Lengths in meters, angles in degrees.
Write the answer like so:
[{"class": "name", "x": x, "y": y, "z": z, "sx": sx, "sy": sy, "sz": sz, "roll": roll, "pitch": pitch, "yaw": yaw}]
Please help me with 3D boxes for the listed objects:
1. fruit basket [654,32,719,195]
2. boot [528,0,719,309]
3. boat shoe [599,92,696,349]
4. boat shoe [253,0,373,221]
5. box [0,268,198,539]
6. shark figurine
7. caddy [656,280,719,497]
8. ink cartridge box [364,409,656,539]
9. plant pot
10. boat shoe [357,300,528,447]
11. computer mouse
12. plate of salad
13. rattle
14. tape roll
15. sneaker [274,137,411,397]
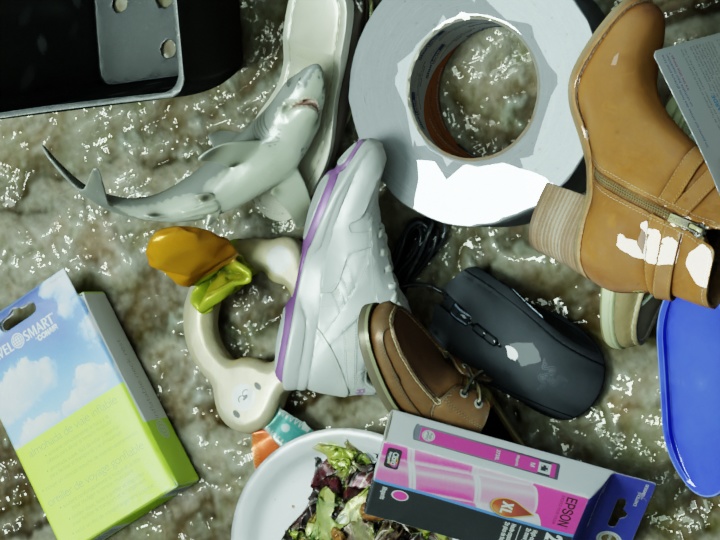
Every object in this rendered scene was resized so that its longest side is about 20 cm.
[{"class": "fruit basket", "x": 0.291, "y": -0.076, "z": 1.370, "sx": 0.094, "sy": 0.199, "sz": 0.187, "roll": -37, "pitch": 75, "yaw": 56}, {"class": "boot", "x": 0.208, "y": -0.080, "z": 1.424, "sx": 0.155, "sy": 0.076, "sz": 0.202, "roll": 20, "pitch": 87, "yaw": 40}, {"class": "boat shoe", "x": 0.227, "y": -0.035, "z": 1.499, "sx": 0.063, "sy": 0.073, "sz": 0.202, "roll": 21, "pitch": 92, "yaw": 26}, {"class": "boat shoe", "x": -0.035, "y": -0.134, "z": 1.608, "sx": 0.071, "sy": 0.059, "sz": 0.202, "roll": 24, "pitch": 116, "yaw": 22}, {"class": "box", "x": -0.230, "y": 0.113, "z": 1.708, "sx": 0.121, "sy": 0.048, "sz": 0.201, "roll": -32, "pitch": 79, "yaw": 20}, {"class": "shark figurine", "x": -0.121, "y": -0.080, "z": 1.584, "sx": 0.213, "sy": 0.129, "sz": 0.090, "roll": -21, "pitch": 42, "yaw": -6}, {"class": "caddy", "x": 0.288, "y": 0.071, "z": 1.456, "sx": 0.140, "sy": 0.105, "sz": 0.202, "roll": 4, "pitch": 104, "yaw": 38}, {"class": "ink cartridge box", "x": 0.106, "y": 0.164, "z": 1.514, "sx": 0.198, "sy": 0.037, "sz": 0.095, "roll": 14, "pitch": 139, "yaw": 1}, {"class": "plant pot", "x": -0.190, "y": -0.218, "z": 1.615, "sx": 0.198, "sy": 0.177, "sz": 0.202, "roll": -5, "pitch": 88, "yaw": 23}, {"class": "boat shoe", "x": 0.068, "y": 0.092, "z": 1.528, "sx": 0.067, "sy": 0.072, "sz": 0.201, "roll": -13, "pitch": 131, "yaw": 28}, {"class": "computer mouse", "x": 0.077, "y": 0.065, "z": 1.577, "sx": 0.200, "sy": 0.046, "sz": 0.141, "roll": 39, "pitch": 105, "yaw": 18}, {"class": "plate of salad", "x": -0.010, "y": 0.221, "z": 1.605, "sx": 0.198, "sy": 0.048, "sz": 0.202, "roll": 3, "pitch": 99, "yaw": 18}, {"class": "rattle", "x": -0.091, "y": 0.072, "z": 1.603, "sx": 0.129, "sy": 0.143, "sz": 0.202, "roll": -1, "pitch": 85, "yaw": 8}, {"class": "tape roll", "x": 0.094, "y": -0.133, "z": 1.556, "sx": 0.198, "sy": 0.066, "sz": 0.202, "roll": 0, "pitch": 90, "yaw": 23}, {"class": "sneaker", "x": 0.000, "y": 0.000, "z": 1.562, "sx": 0.099, "sy": 0.075, "sz": 0.202, "roll": 13, "pitch": 107, "yaw": -4}]
